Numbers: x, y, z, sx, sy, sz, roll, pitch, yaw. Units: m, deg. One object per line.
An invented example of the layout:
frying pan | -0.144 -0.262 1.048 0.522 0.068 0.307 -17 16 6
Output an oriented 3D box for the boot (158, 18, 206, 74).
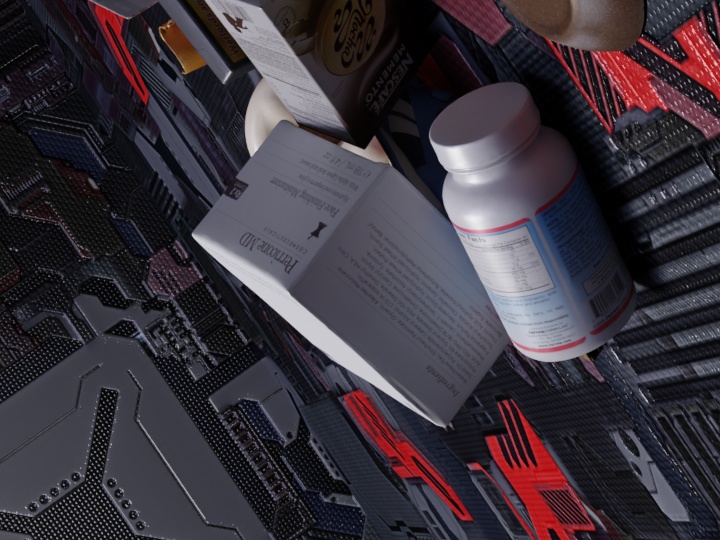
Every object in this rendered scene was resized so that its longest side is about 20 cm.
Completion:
boot | -0.105 -0.227 1.796 0.071 0.144 0.201 60 167 -27

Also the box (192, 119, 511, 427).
box | 0.000 0.000 1.589 0.200 0.131 0.199 42 172 -31

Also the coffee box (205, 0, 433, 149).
coffee box | -0.034 -0.202 1.530 0.079 0.114 0.200 23 164 35

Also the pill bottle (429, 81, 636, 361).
pill bottle | 0.129 -0.038 1.468 0.109 0.108 0.201 35 156 59

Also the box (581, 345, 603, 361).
box | 0.107 -0.004 1.678 0.199 0.021 0.164 30 167 39

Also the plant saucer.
plant saucer | 0.107 -0.219 1.243 0.201 0.037 0.201 51 167 17

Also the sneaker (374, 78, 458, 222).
sneaker | 0.055 -0.121 1.634 0.201 0.082 0.074 61 -172 33

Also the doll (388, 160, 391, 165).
doll | 0.074 -0.057 1.773 0.136 0.048 0.200 44 169 -3

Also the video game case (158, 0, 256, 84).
video game case | -0.107 -0.270 1.613 0.201 0.180 0.026 52 141 7

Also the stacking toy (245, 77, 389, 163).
stacking toy | -0.047 -0.163 1.847 0.147 0.145 0.200 60 -178 -24

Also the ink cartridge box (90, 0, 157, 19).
ink cartridge box | -0.169 -0.282 1.829 0.044 0.173 0.200 60 167 -25
